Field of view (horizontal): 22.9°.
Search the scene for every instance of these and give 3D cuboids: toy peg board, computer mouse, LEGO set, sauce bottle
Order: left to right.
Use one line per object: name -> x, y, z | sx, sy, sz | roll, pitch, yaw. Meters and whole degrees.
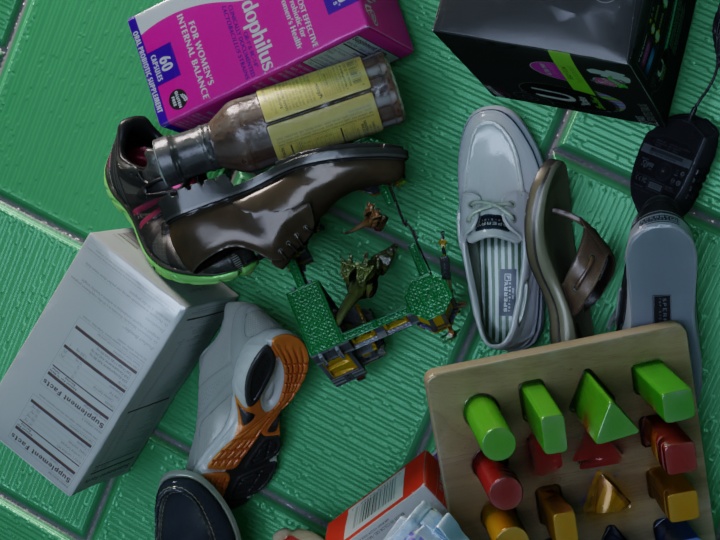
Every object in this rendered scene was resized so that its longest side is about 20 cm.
sauce bottle -> -0.066, -0.117, 1.419 | 0.200, 0.065, 0.065 | -17, 87, 1
LEGO set -> 0.000, 0.000, 1.462 | 0.154, 0.116, 0.200 | -32, 69, 0
toy peg board -> 0.165, 0.161, 1.315 | 0.200, 0.098, 0.199 | -11, 103, -3
computer mouse -> 0.268, -0.127, 1.383 | 0.059, 0.034, 0.200 | 32, 100, 44

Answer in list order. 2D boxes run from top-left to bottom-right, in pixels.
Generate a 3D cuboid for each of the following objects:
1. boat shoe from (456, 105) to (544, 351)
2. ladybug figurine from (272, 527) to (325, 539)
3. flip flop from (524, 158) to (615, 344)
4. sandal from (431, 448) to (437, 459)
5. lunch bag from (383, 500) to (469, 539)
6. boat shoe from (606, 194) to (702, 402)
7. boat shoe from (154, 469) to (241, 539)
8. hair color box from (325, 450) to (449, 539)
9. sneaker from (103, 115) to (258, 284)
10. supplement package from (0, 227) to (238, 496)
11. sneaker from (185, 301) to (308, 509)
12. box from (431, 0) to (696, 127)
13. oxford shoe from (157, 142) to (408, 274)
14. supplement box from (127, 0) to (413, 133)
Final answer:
boat shoe -> 0.115, -0.034, 1.423 | 0.073, 0.067, 0.200 | -10, 90, 20
ladybug figurine -> -0.026, 0.306, 1.465 | 0.200, 0.072, 0.136 | 59, 151, 9
flip flop -> 0.173, 0.009, 1.397 | 0.058, 0.081, 0.200 | -9, 94, 26
sandal -> 0.057, 0.227, 1.469 | 0.082, 0.050, 0.203 | 32, 103, 15
lunch bag -> 0.048, 0.282, 1.305 | 0.170, 0.127, 0.200 | 43, 126, 4
boat shoe -> 0.228, 0.038, 1.385 | 0.074, 0.068, 0.199 | -3, 117, 10
boat shoe -> -0.142, 0.265, 1.506 | 0.075, 0.062, 0.200 | 5, 116, 18
hair color box -> 0.077, 0.254, 1.420 | 0.111, 0.064, 0.200 | -40, 105, 18
sneaker -> -0.156, -0.058, 1.481 | 0.200, 0.077, 0.084 | 43, 142, 34
supplement package -> -0.216, 0.076, 1.527 | 0.110, 0.114, 0.200 | 37, 104, 13
sneaker -> -0.110, 0.116, 1.524 | 0.092, 0.076, 0.200 | 48, 122, 43
box -> 0.158, -0.196, 1.317 | 0.148, 0.200, 0.124 | 13, 86, 19
oxford shoe -> -0.052, -0.047, 1.396 | 0.200, 0.073, 0.084 | -19, 83, 9
supplement box -> -0.073, -0.193, 1.460 | 0.200, 0.103, 0.101 | -23, 76, 18
